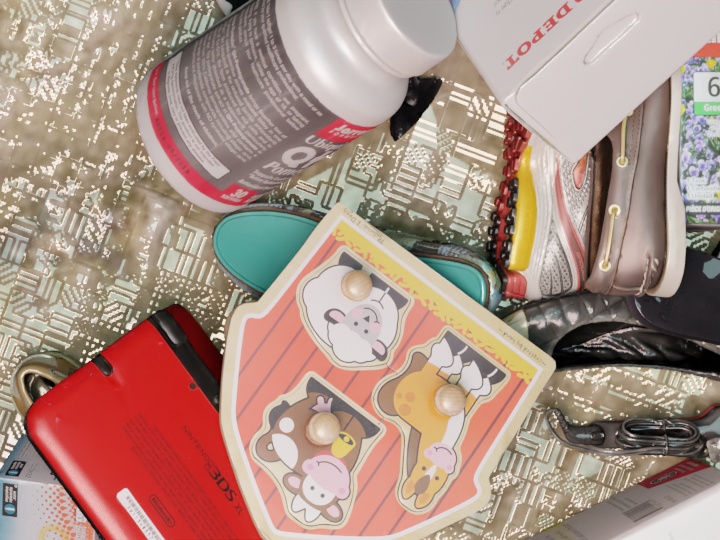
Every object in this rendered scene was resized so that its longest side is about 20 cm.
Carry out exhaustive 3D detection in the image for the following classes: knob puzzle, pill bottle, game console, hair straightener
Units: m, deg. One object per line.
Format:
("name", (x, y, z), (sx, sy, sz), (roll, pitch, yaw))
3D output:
("knob puzzle", (0.001, 0.085, 1.304), (0.218, 0.030, 0.221), (2, 79, -12))
("pill bottle", (-0.039, -0.126, 1.341), (0.199, 0.111, 0.111), (-29, 91, 34))
("game console", (-0.105, 0.134, 1.347), (0.172, 0.119, 0.200), (-37, 91, -26))
("hair straightener", (0.223, 0.104, 1.411), (0.198, 0.077, 0.041), (3, 91, -3))

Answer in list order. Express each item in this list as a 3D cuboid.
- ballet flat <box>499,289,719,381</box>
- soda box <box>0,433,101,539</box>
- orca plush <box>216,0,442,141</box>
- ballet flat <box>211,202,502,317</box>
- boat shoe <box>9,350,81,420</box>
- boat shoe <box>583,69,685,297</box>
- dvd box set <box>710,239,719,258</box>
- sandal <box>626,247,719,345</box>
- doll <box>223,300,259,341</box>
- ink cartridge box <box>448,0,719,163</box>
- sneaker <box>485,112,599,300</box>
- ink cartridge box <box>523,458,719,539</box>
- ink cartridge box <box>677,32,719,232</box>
("ballet flat", (0.181, 0.049, 1.412), (0.198, 0.067, 0.057), (-2, 56, -5))
("soda box", (-0.197, 0.210, 1.358), (0.068, 0.064, 0.201), (7, 111, 5))
("orca plush", (-0.034, -0.168, 1.406), (0.105, 0.071, 0.200), (-39, 91, -3))
("ballet flat", (0.000, 0.000, 1.404), (0.199, 0.074, 0.075), (16, 88, 15))
("boat shoe", (-0.153, 0.132, 1.393), (0.200, 0.076, 0.072), (38, 86, -2))
("boat shoe", (0.168, -0.083, 1.353), (0.059, 0.072, 0.202), (0, 83, -12))
("dvd box set", (0.354, -0.010, 1.443), (0.199, 0.029, 0.147), (32, 88, -1))
("sandal", (0.274, 0.027, 1.388), (0.199, 0.043, 0.077), (5, 82, -11))
("doll", (0.001, 0.074, 1.390), (0.199, 0.049, 0.137), (29, 129, -10))
("ink cartridge box", (0.127, -0.186, 1.335), (0.144, 0.200, 0.085), (-43, 131, 14))
("sneaker", (0.138, -0.078, 1.419), (0.082, 0.078, 0.202), (8, 96, -11))
("ink cartridge box", (0.158, 0.206, 1.373), (0.199, 0.145, 0.084), (-25, 92, -2))
("ink cartridge box", (0.219, -0.127, 1.398), (0.050, 0.109, 0.202), (0, 89, -6))
